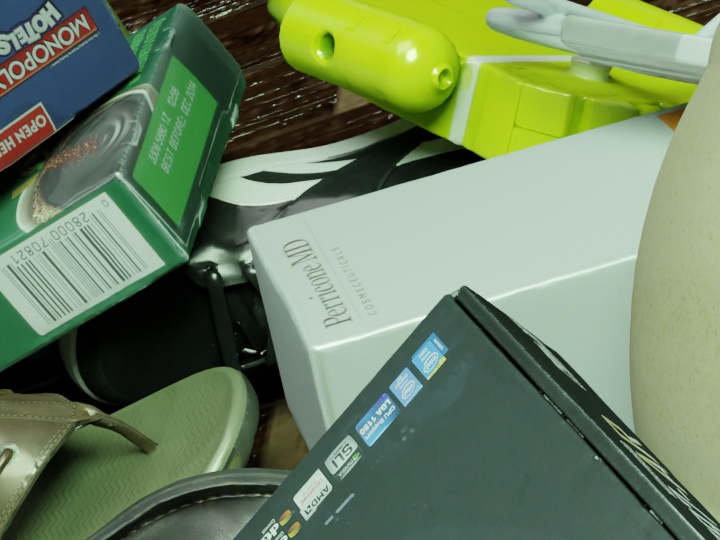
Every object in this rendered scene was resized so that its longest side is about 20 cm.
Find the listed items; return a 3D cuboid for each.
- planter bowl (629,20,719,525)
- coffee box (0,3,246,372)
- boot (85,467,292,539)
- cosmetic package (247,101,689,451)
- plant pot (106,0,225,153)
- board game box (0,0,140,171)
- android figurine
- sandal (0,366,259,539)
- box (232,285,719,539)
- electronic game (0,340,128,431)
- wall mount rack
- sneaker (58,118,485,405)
[{"bbox_3d":[0.147,0.038,0.647,0.135,0.200,0.200,-59,34,0],"label":"planter bowl"},{"bbox_3d":[-0.137,-0.005,0.908,0.200,0.044,0.123,-29,25,25],"label":"coffee box"},{"bbox_3d":[-0.073,0.152,0.756,0.200,0.069,0.174,-17,36,1],"label":"boot"},{"bbox_3d":[0.076,0.007,0.793,0.200,0.071,0.101,-17,25,-8],"label":"cosmetic package"},{"bbox_3d":[-0.184,-0.098,1.060,0.200,0.190,0.200,-22,16,7],"label":"plant pot"},{"bbox_3d":[-0.209,-0.033,0.891,0.200,0.062,0.200,-39,18,-30],"label":"board game box"},{"bbox_3d":[0.062,-0.073,0.922,0.182,0.041,0.200,-3,22,-41],"label":"android figurine"},{"bbox_3d":[-0.130,0.076,0.862,0.201,0.057,0.080,-17,37,6],"label":"sandal"},{"bbox_3d":[0.007,0.124,0.595,0.200,0.044,0.160,-49,41,7],"label":"box"},{"bbox_3d":[-0.146,0.078,0.954,0.200,0.042,0.200,-14,37,11],"label":"electronic game"},{"bbox_3d":[0.144,-0.088,0.800,0.200,0.174,0.075,16,95,44],"label":"wall mount rack"},{"bbox_3d":[0.000,0.000,0.895,0.200,0.073,0.112,-27,29,-18],"label":"sneaker"}]
